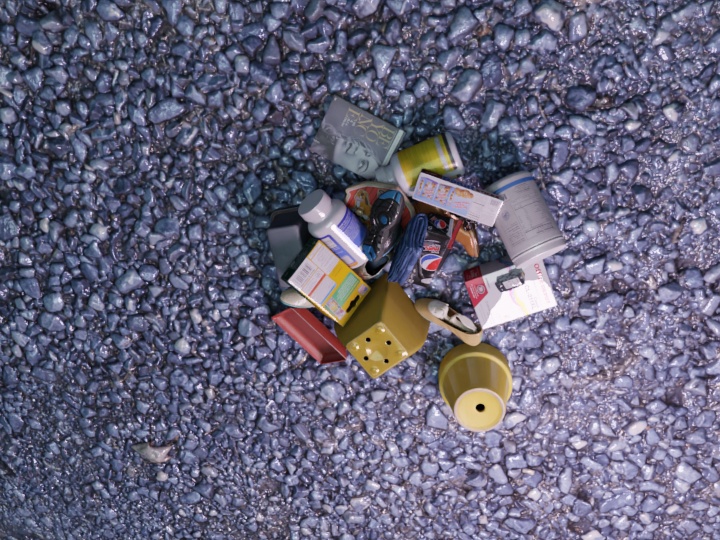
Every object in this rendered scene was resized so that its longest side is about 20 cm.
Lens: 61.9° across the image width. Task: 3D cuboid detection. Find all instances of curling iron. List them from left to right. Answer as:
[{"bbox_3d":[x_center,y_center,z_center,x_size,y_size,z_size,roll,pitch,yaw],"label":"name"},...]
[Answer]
[{"bbox_3d":[0.229,-0.064,1.475,0.049,0.026,0.200,29,132,0],"label":"curling iron"}]

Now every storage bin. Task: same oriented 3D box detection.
[{"bbox_3d":[-0.160,-0.054,1.532,0.145,0.134,0.201,-8,109,9],"label":"storage bin"}]

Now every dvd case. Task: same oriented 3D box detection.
[{"bbox_3d":[-0.007,-0.321,1.484,0.200,0.016,0.149,27,110,-4],"label":"dvd case"}]

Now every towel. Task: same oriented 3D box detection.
[{"bbox_3d":[0.113,-0.051,1.455,0.048,0.112,0.200,16,153,-2],"label":"towel"}]

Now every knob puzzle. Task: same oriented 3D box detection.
[{"bbox_3d":[0.048,-0.145,1.469,0.219,0.031,0.220,19,148,13],"label":"knob puzzle"}]

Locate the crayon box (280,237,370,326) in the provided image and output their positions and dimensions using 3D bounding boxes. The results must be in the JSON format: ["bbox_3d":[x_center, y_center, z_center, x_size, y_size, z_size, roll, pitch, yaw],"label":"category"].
[{"bbox_3d":[-0.083,0.031,1.483,0.200,0.052,0.126,43,77,-29],"label":"crayon box"}]

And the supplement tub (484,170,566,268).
[{"bbox_3d":[0.382,-0.120,1.415,0.132,0.132,0.201,-26,79,14],"label":"supplement tub"}]

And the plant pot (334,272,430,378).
[{"bbox_3d":[0.049,0.163,1.551,0.195,0.200,0.194,-36,102,17],"label":"plant pot"}]

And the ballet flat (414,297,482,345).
[{"bbox_3d":[0.233,0.119,1.562,0.200,0.069,0.063,31,146,13],"label":"ballet flat"}]

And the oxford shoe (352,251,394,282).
[{"bbox_3d":[0.000,0.000,1.564,0.200,0.074,0.071,-40,103,18],"label":"oxford shoe"}]

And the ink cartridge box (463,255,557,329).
[{"bbox_3d":[0.381,0.044,1.533,0.199,0.083,0.146,-20,106,13],"label":"ink cartridge box"}]

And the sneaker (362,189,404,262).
[{"bbox_3d":[0.065,-0.113,1.426,0.073,0.082,0.200,47,137,26],"label":"sneaker"}]

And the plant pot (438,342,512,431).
[{"bbox_3d":[0.307,0.318,1.582,0.200,0.189,0.202,2,109,5],"label":"plant pot"}]

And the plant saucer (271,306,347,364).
[{"bbox_3d":[-0.132,0.168,1.604,0.200,0.200,0.037,45,66,-9],"label":"plant saucer"}]

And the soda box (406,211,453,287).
[{"bbox_3d":[0.168,-0.047,1.486,0.063,0.071,0.200,16,140,-1],"label":"soda box"}]

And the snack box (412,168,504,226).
[{"bbox_3d":[0.223,-0.168,1.382,0.199,0.024,0.072,20,128,4],"label":"snack box"}]

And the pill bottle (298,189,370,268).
[{"bbox_3d":[-0.059,-0.105,1.484,0.112,0.112,0.200,-34,123,16],"label":"pill bottle"}]

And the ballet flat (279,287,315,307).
[{"bbox_3d":[-0.112,0.061,1.537,0.199,0.068,0.062,9,122,-34],"label":"ballet flat"}]

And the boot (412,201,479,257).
[{"bbox_3d":[0.205,-0.102,1.516,0.154,0.074,0.200,-21,108,21],"label":"boot"}]

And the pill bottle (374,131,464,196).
[{"bbox_3d":[0.141,-0.245,1.442,0.199,0.112,0.112,-21,106,13],"label":"pill bottle"}]
